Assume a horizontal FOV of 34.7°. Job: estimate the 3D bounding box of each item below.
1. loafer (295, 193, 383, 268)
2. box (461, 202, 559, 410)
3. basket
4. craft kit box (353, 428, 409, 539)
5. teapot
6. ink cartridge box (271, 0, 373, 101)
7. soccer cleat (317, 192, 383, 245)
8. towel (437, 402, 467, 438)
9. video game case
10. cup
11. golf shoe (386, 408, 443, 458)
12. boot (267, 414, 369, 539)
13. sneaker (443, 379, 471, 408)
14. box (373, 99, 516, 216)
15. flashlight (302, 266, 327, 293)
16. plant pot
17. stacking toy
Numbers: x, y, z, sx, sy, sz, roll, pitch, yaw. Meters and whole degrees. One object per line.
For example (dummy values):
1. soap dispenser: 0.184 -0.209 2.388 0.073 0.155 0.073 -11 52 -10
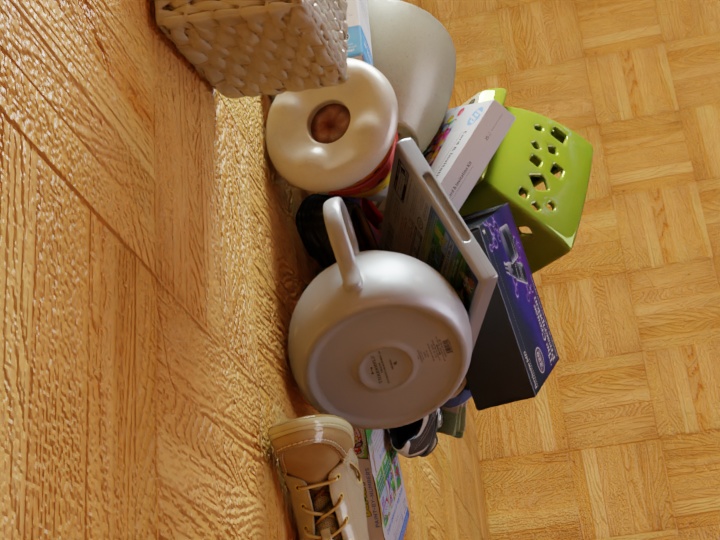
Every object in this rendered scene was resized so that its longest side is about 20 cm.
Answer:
1. loafer: 0.000 0.000 1.309 0.073 0.072 0.200 -57 130 -33
2. box: 0.152 0.038 1.323 0.141 0.078 0.201 -33 105 -63
3. basket: -0.088 -0.232 0.952 0.200 0.135 0.124 45 40 -75
4. craft kit box: 0.014 0.239 1.388 0.200 0.048 0.199 -43 126 -79
5. teapot: 0.013 0.049 1.162 0.201 0.196 0.146 -58 -154 29
6. ink cartridge box: -0.051 -0.289 1.281 0.068 0.114 0.201 63 20 -60
7. soccer cleat: 0.015 -0.017 1.389 0.201 0.073 0.068 65 21 -21
8. towel: 0.089 0.102 1.493 0.023 0.152 0.201 9 93 -52
9. video game case: 0.076 -0.011 1.213 0.183 0.022 0.200 61 -19 26
10. cup: 0.017 -0.194 1.355 0.201 0.199 0.144 69 16 -51
11. golf shoe: 0.070 0.131 1.424 0.094 0.077 0.201 13 77 -69
12. boot: -0.031 0.224 1.024 0.200 0.072 0.156 75 6 -62
13. sneaker: 0.087 0.063 1.335 0.115 0.080 0.201 6 72 -77
14. box: 0.087 -0.123 1.385 0.041 0.156 0.200 36 -11 -20
15. flashlight: 0.005 0.085 1.299 0.201 0.067 0.068 62 -7 -34
16. plant pot: 0.164 -0.107 1.514 0.181 0.200 0.200 35 49 -19
17. stacking toy: -0.001 -0.127 1.249 0.200 0.145 0.147 38 42 -63
